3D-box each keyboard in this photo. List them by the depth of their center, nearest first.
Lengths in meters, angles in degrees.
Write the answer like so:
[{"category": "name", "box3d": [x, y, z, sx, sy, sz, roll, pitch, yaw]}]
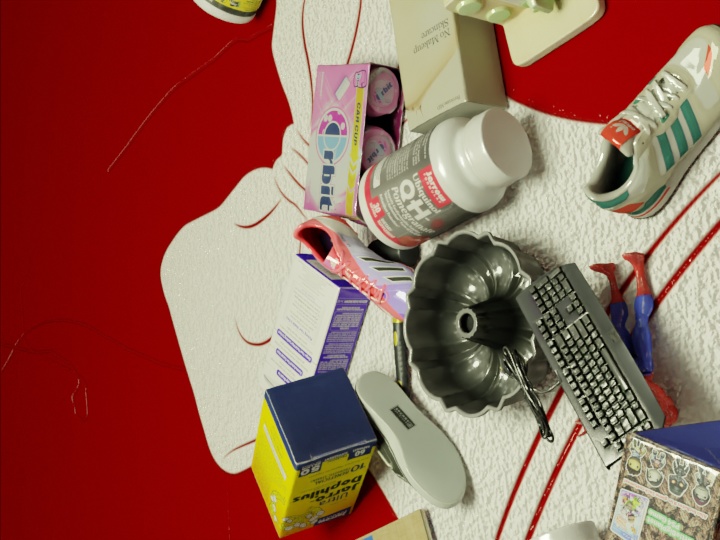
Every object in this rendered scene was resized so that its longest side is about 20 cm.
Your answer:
[{"category": "keyboard", "box3d": [0.198, 0.098, 1.016, 0.127, 0.020, 0.201, -44, 49, 26]}]

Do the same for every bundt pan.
[{"category": "bundt pan", "box3d": [0.140, 0.059, 1.170, 0.200, 0.075, 0.205, -4, 85, 48]}]

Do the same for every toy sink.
[{"category": "toy sink", "box3d": [0.159, -0.342, 1.140, 0.130, 0.111, 0.203, -27, 68, 47]}]

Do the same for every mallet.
[{"category": "mallet", "box3d": [0.053, 0.056, 1.317, 0.065, 0.041, 0.203, -16, 81, 47]}]

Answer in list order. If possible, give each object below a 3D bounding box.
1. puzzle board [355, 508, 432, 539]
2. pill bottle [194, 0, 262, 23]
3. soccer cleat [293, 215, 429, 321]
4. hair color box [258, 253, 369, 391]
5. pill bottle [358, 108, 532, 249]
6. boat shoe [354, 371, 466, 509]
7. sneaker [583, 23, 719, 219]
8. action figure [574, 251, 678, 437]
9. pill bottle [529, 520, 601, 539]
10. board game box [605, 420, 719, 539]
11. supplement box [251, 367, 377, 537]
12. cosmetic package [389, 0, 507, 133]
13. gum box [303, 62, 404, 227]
[{"category": "puzzle board", "box3d": [0.060, 0.412, 1.304, 0.150, 0.017, 0.202, -38, 60, 44]}, {"category": "pill bottle", "box3d": [-0.166, -0.472, 1.540, 0.201, 0.111, 0.113, -57, 49, 32]}, {"category": "soccer cleat", "box3d": [0.000, 0.000, 1.284, 0.200, 0.076, 0.067, 42, 123, 31]}, {"category": "hair color box", "box3d": [-0.063, 0.092, 1.431, 0.109, 0.064, 0.202, 35, 113, 45]}, {"category": "pill bottle", "box3d": [0.097, -0.106, 1.206, 0.199, 0.110, 0.112, -27, 68, 47]}, {"category": "boat shoe", "box3d": [0.057, 0.211, 1.282, 0.201, 0.070, 0.064, 53, 148, 33]}, {"category": "sneaker", "box3d": [0.279, -0.138, 0.999, 0.070, 0.093, 0.201, 49, 125, 39]}, {"category": "action figure", "box3d": [0.251, 0.087, 1.026, 0.065, 0.098, 0.203, -23, 74, 48]}, {"category": "pill bottle", "box3d": [0.226, 0.353, 1.030, 0.109, 0.108, 0.202, -39, 59, 42]}, {"category": "board game box", "box3d": [0.294, 0.244, 0.914, 0.096, 0.158, 0.203, 20, 104, 49]}, {"category": "supplement box", "box3d": [-0.063, 0.232, 1.337, 0.201, 0.107, 0.110, 105, 145, -51]}, {"category": "cosmetic package", "box3d": [0.099, -0.270, 1.242, 0.103, 0.072, 0.203, -23, 70, 47]}, {"category": "gum box", "box3d": [-0.009, -0.161, 1.371, 0.113, 0.065, 0.203, 12, 97, 51]}]
